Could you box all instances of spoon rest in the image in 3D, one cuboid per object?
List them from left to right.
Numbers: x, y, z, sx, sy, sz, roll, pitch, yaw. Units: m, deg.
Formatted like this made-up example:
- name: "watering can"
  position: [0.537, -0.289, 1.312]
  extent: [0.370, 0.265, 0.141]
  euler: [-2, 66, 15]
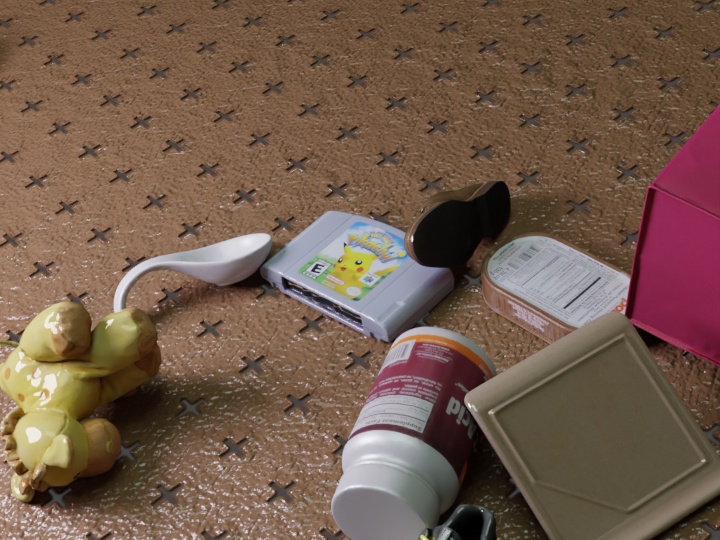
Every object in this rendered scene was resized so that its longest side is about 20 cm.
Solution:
- name: "spoon rest"
  position: [-0.191, 0.000, 1.601]
  extent: [0.199, 0.061, 0.099]
  euler: [-27, 18, -15]

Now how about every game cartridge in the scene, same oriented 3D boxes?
- name: "game cartridge"
  position: [0.000, 0.000, 1.584]
  extent: [0.199, 0.041, 0.133]
  euler: [25, 49, 35]

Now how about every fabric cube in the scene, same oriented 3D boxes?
- name: "fabric cube"
  position: [0.399, -0.032, 1.373]
  extent: [0.199, 0.197, 0.199]
  euler: [29, 54, 24]

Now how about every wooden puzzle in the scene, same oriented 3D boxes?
- name: "wooden puzzle"
  position: [0.218, 0.158, 1.305]
  extent: [0.184, 0.037, 0.201]
  euler: [-27, 71, -18]

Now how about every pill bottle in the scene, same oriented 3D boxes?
- name: "pill bottle"
  position: [0.050, 0.159, 1.326]
  extent: [0.113, 0.115, 0.201]
  euler: [7, 44, 21]

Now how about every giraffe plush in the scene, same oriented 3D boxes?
- name: "giraffe plush"
  position: [-0.297, 0.141, 1.421]
  extent: [0.198, 0.173, 0.163]
  euler: [-5, 61, -7]

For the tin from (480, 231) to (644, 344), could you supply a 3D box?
- name: "tin"
  position: [0.213, 0.023, 1.504]
  extent: [0.112, 0.042, 0.199]
  euler: [-40, 47, -23]

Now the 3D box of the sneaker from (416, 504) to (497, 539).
- name: "sneaker"
  position: [0.053, 0.262, 1.192]
  extent: [0.074, 0.085, 0.200]
  euler: [15, 26, 29]

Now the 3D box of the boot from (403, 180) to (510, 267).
- name: "boot"
  position: [0.092, -0.050, 1.575]
  extent: [0.075, 0.074, 0.200]
  euler: [2, 19, 32]
